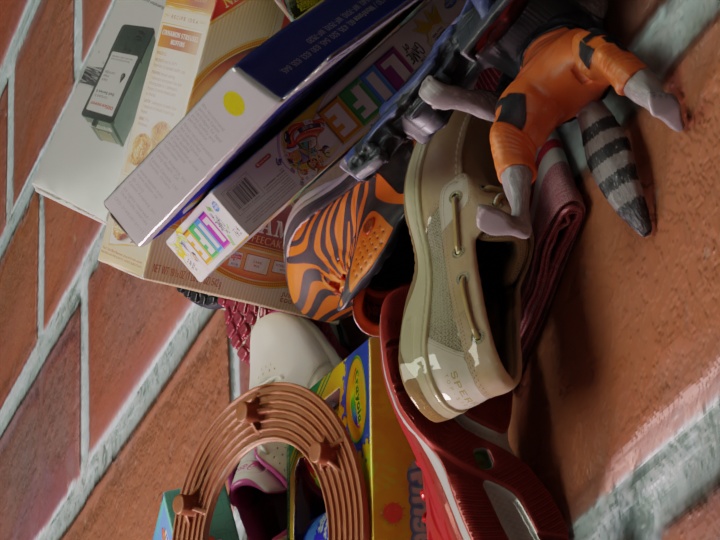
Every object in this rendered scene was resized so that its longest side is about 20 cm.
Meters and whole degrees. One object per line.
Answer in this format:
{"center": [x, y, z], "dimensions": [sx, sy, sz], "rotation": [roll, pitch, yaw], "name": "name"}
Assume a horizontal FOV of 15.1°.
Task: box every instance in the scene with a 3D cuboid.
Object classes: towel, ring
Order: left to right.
{"center": [-0.061, 0.166, 1.624], "dimensions": [0.200, 0.019, 0.202], "rotation": [-18, 67, 50], "name": "ring"}
{"center": [0.078, -0.044, 1.575], "dimensions": [0.201, 0.023, 0.145], "rotation": [-106, 28, -49], "name": "towel"}

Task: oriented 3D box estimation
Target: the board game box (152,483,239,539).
{"center": [-0.101, 0.245, 1.788], "dimensions": [0.200, 0.045, 0.153], "rotation": [110, 147, -65], "name": "board game box"}

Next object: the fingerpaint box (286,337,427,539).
{"center": [0.010, 0.160, 1.640], "dimensions": [0.167, 0.073, 0.202], "rotation": [139, 133, -64], "name": "fingerpaint box"}

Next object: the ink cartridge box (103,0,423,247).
{"center": [-0.037, -0.118, 1.576], "dimensions": [0.200, 0.047, 0.198], "rotation": [-44, -2, 40], "name": "ink cartridge box"}

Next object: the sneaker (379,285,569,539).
{"center": [0.044, 0.115, 1.516], "dimensions": [0.116, 0.078, 0.201], "rotation": [115, 145, -49], "name": "sneaker"}

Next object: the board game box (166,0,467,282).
{"center": [-0.021, -0.081, 1.621], "dimensions": [0.034, 0.200, 0.134], "rotation": [48, 161, -1], "name": "board game box"}

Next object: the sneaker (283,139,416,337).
{"center": [0.000, 0.000, 1.620], "dimensions": [0.200, 0.077, 0.113], "rotation": [123, 158, -52], "name": "sneaker"}

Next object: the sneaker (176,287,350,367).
{"center": [-0.058, 0.016, 1.904], "dimensions": [0.200, 0.074, 0.081], "rotation": [45, 117, 49], "name": "sneaker"}

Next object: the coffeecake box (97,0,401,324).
{"center": [-0.066, -0.082, 1.760], "dimensions": [0.073, 0.153, 0.202], "rotation": [19, 94, 58], "name": "coffeecake box"}

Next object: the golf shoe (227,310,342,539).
{"center": [-0.048, 0.113, 1.767], "dimensions": [0.075, 0.091, 0.201], "rotation": [-37, 56, 38], "name": "golf shoe"}

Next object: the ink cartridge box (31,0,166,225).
{"center": [-0.114, -0.113, 1.846], "dimensions": [0.084, 0.146, 0.201], "rotation": [26, 91, 37], "name": "ink cartridge box"}

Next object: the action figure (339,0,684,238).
{"center": [0.086, -0.087, 1.441], "dimensions": [0.200, 0.104, 0.194], "rotation": [-46, 30, 24], "name": "action figure"}

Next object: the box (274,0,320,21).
{"center": [-0.035, -0.259, 1.707], "dimensions": [0.200, 0.136, 0.040], "rotation": [54, 171, 34], "name": "box"}

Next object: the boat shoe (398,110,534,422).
{"center": [0.065, -0.012, 1.479], "dimensions": [0.065, 0.072, 0.201], "rotation": [-19, 46, 30], "name": "boat shoe"}
